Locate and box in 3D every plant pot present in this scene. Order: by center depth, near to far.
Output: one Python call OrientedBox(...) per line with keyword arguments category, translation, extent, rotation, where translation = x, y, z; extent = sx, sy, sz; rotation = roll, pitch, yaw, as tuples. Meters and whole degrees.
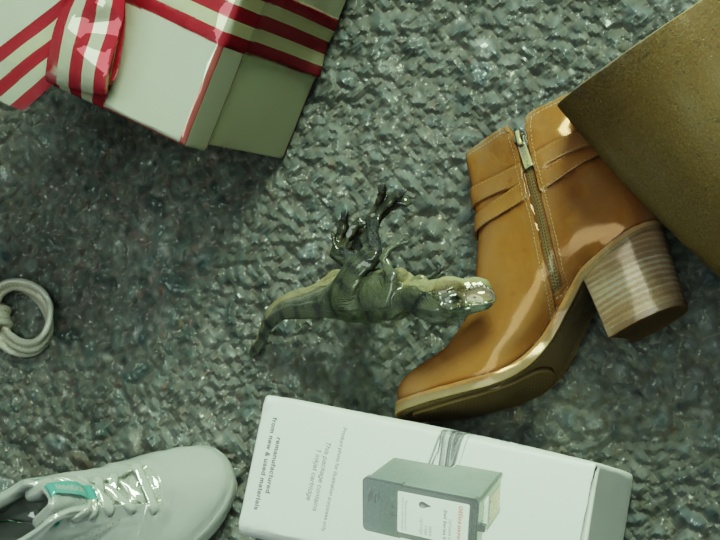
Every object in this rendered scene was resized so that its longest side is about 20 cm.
OrientedBox(category="plant pot", translation=(0.242, -0.063, 1.019), extent=(0.186, 0.186, 0.201), rotation=(-34, 87, 10))

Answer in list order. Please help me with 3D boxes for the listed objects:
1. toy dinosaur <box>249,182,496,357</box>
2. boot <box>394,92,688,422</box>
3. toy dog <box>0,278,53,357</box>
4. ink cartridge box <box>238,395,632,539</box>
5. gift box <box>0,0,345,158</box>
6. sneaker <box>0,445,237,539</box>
OrientedBox(category="toy dinosaur", translation=(0.000, 0.000, 1.119), extent=(0.199, 0.047, 0.089), rotation=(-11, 61, 45))
OrientedBox(category="boot", translation=(0.090, -0.005, 1.110), extent=(0.199, 0.074, 0.156), rotation=(-27, 69, 13))
OrientedBox(category="toy dog", translation=(-0.303, -0.011, 1.210), extent=(0.131, 0.096, 0.201), rotation=(-29, 76, 12))
OrientedBox(category="ink cartridge box", translation=(0.049, 0.136, 1.058), extent=(0.198, 0.145, 0.085), rotation=(10, 85, 18))
OrientedBox(category="gift box", translation=(-0.132, -0.175, 1.123), extent=(0.199, 0.187, 0.186), rotation=(20, 96, 18))
OrientedBox(category="sneaker", translation=(-0.171, 0.151, 1.123), extent=(0.199, 0.089, 0.076), rotation=(-19, 58, -13))
